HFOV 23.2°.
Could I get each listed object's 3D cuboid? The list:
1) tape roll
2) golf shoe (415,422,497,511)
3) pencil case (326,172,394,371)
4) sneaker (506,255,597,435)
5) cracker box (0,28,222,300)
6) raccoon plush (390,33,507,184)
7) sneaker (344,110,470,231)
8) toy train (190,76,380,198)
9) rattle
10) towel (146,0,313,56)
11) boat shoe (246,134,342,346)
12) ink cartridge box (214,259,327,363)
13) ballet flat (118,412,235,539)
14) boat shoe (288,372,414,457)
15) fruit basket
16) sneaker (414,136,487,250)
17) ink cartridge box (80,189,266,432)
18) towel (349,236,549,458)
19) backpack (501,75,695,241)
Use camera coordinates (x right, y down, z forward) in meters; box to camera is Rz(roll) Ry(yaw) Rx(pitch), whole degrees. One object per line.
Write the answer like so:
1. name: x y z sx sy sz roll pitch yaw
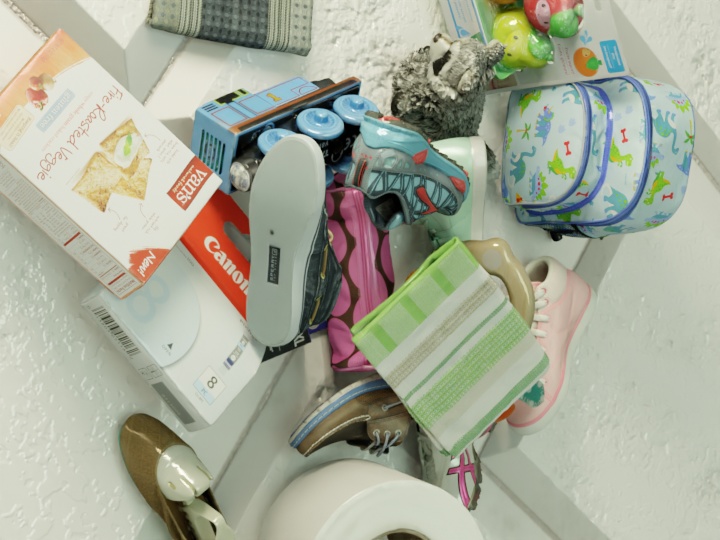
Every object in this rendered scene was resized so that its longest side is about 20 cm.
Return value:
1. tape roll: 0.010 0.294 1.717 0.200 0.139 0.205 -2 94 -22
2. golf shoe: 0.086 0.189 1.861 0.092 0.072 0.202 28 63 -29
3. pencil case: 0.000 0.000 1.758 0.090 0.094 0.203 -8 95 4
4. sneaker: 0.189 0.075 1.938 0.105 0.075 0.202 44 59 -34
5. cracker box: -0.236 -0.092 1.538 0.200 0.058 0.134 43 56 -14
6. raccoon plush: 0.126 -0.175 1.838 0.199 0.133 0.098 34 69 -35
7. sneaker: 0.036 -0.082 1.704 0.200 0.079 0.096 33 82 -58
8. toy train: -0.068 -0.132 1.687 0.199 0.114 0.087 -29 144 -42
9. rattle: 0.119 0.076 1.781 0.129 0.143 0.203 -8 100 3
10. towel: -0.121 -0.319 1.698 0.191 0.034 0.203 4 91 -37
11. boat shoe: -0.056 -0.034 1.629 0.091 0.070 0.203 -24 129 -58
12. ink cartridge box: -0.107 0.042 1.712 0.199 0.037 0.096 -22 105 -40
13. ballet flat: -0.158 0.221 1.647 0.068 0.072 0.202 -35 113 -34
14. boat shoe: 0.018 0.146 1.776 0.199 0.072 0.073 -27 77 -31
15. fruit basket: 0.173 -0.277 1.834 0.093 0.199 0.187 -31 111 -36
16. sneaker: 0.071 -0.048 1.853 0.117 0.074 0.203 -2 119 -2
17. ink cartridge box: -0.141 0.023 1.629 0.160 0.047 0.200 50 56 -15
18. towel: 0.090 0.077 1.736 0.149 0.031 0.200 -43 125 -5
19. backpack: 0.252 -0.127 1.905 0.146 0.199 0.185 8 87 -40
